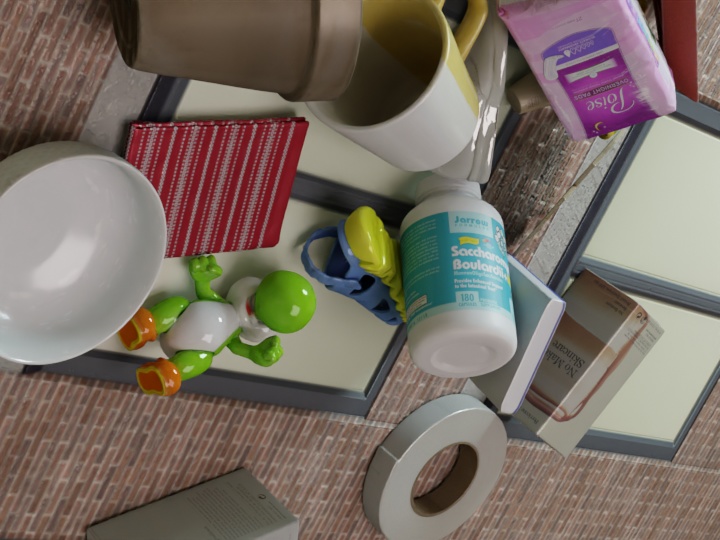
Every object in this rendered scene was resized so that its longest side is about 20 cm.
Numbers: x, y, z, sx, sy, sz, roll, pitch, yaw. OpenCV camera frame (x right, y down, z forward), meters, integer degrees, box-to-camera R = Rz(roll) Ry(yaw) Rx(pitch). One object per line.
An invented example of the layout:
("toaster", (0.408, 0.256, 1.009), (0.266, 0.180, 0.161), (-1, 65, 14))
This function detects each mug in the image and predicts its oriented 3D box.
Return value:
("mug", (0.057, -0.177, 1.508), (0.186, 0.150, 0.153), (-31, 149, 12))

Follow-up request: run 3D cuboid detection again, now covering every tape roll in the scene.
("tape roll", (0.091, 0.243, 1.921), (0.202, 0.037, 0.203), (-24, 133, -29))

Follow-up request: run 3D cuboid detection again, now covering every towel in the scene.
("towel", (-0.144, -0.078, 1.490), (0.199, 0.022, 0.145), (-6, 123, -38))

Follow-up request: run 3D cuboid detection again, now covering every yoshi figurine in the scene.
("yoshi figurine", (-0.123, 0.045, 1.528), (0.200, 0.112, 0.113), (-22, 132, -33))

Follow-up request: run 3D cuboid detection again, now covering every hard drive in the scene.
("hard drive", (0.134, 0.045, 1.694), (0.025, 0.200, 0.132), (11, 110, -32))

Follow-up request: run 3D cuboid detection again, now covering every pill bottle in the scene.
("pill bottle", (0.097, 0.000, 1.632), (0.110, 0.201, 0.111), (-3, 151, -2))

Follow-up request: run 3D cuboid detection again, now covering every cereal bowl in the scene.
("cereal bowl", (-0.270, -0.025, 1.366), (0.200, 0.083, 0.201), (-23, 132, -28))

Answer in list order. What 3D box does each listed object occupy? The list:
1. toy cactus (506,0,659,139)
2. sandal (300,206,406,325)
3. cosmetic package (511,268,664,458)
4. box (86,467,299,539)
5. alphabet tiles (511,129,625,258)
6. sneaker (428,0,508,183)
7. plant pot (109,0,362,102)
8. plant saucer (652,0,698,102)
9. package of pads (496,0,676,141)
("toy cactus", (0.239, -0.209, 1.706), (0.165, 0.102, 0.200), (-27, 143, -13))
("sandal", (0.000, 0.000, 1.651), (0.087, 0.080, 0.200), (-15, 148, 14))
("cosmetic package", (0.261, 0.112, 1.935), (0.200, 0.103, 0.087), (-53, 137, -1))
("box", (-0.179, 0.324, 1.679), (0.199, 0.106, 0.153), (-16, 128, -34))
("alphabet tiles", (0.214, -0.070, 1.739), (0.200, 0.006, 0.166), (-52, 175, 39))
("sneaker", (0.101, -0.190, 1.606), (0.088, 0.075, 0.201), (8, 103, 3))
("plant pot", (-0.111, -0.232, 1.304), (0.173, 0.200, 0.201), (-7, 124, -20))
("plant saucer", (0.325, -0.310, 1.662), (0.037, 0.200, 0.200), (-5, 132, 8))
("package of pads", (0.225, -0.224, 1.577), (0.120, 0.076, 0.200), (-16, 136, 22))
